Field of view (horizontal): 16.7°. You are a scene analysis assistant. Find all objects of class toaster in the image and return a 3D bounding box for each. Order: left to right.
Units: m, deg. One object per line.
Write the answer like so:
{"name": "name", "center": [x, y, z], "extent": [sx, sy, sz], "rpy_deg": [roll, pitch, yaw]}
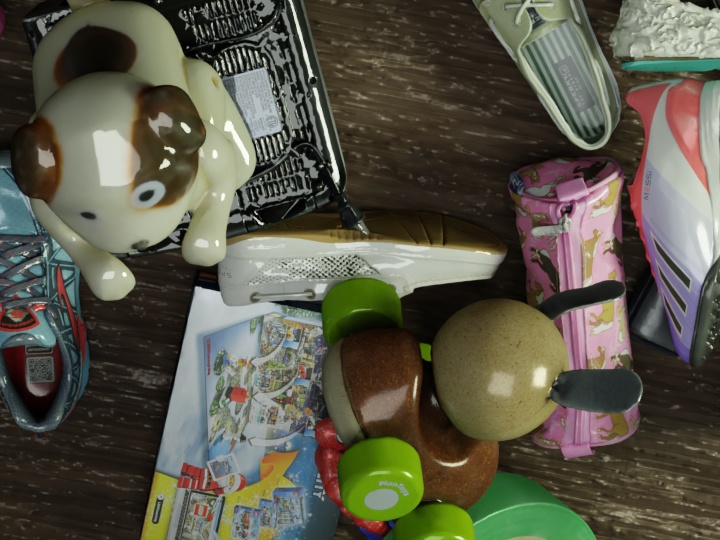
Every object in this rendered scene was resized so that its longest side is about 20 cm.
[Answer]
{"name": "toaster", "center": [-0.106, -0.109, 1.604], "extent": [0.179, 0.119, 0.202], "rpy_deg": [-14, 108, 4]}

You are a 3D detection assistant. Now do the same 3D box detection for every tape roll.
{"name": "tape roll", "center": [0.079, 0.241, 1.710], "extent": [0.199, 0.048, 0.202], "rpy_deg": [-19, 126, -29]}

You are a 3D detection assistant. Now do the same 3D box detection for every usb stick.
{"name": "usb stick", "center": [0.246, -0.033, 1.686], "extent": [0.055, 0.033, 0.201], "rpy_deg": [25, 105, -9]}

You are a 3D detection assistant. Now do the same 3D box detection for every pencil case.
{"name": "pencil case", "center": [0.147, 0.024, 1.669], "extent": [0.086, 0.083, 0.202], "rpy_deg": [-21, 115, -35]}

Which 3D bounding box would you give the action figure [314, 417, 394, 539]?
{"name": "action figure", "center": [0.012, 0.173, 1.702], "extent": [0.051, 0.066, 0.201], "rpy_deg": [-25, 128, 6]}

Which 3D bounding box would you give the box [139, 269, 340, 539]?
{"name": "box", "center": [-0.071, 0.111, 1.720], "extent": [0.135, 0.038, 0.202], "rpy_deg": [12, 107, -7]}

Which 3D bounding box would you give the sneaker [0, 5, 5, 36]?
{"name": "sneaker", "center": [-0.332, -0.165, 1.604], "extent": [0.198, 0.081, 0.089], "rpy_deg": [11, 109, 3]}

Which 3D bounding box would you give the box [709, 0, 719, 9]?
{"name": "box", "center": [0.289, -0.241, 1.613], "extent": [0.159, 0.044, 0.201], "rpy_deg": [-27, 107, 6]}

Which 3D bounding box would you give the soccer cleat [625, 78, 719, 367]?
{"name": "soccer cleat", "center": [0.214, -0.033, 1.640], "extent": [0.073, 0.068, 0.202], "rpy_deg": [6, 114, 18]}

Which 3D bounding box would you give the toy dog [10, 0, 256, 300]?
{"name": "toy dog", "center": [-0.136, -0.082, 1.445], "extent": [0.138, 0.200, 0.196], "rpy_deg": [-6, 108, 0]}

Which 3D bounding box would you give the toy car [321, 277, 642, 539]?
{"name": "toy car", "center": [0.088, 0.078, 1.586], "extent": [0.199, 0.165, 0.158], "rpy_deg": [-22, 137, 17]}

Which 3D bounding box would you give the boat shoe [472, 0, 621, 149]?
{"name": "boat shoe", "center": [0.119, -0.171, 1.620], "extent": [0.072, 0.062, 0.201], "rpy_deg": [-31, 105, 8]}

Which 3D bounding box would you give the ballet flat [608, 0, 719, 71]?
{"name": "ballet flat", "center": [0.261, -0.156, 1.585], "extent": [0.198, 0.072, 0.072], "rpy_deg": [5, 108, -3]}

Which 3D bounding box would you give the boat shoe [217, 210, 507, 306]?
{"name": "boat shoe", "center": [0.000, 0.000, 1.666], "extent": [0.198, 0.071, 0.070], "rpy_deg": [2, 108, -5]}

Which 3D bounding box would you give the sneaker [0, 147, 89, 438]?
{"name": "sneaker", "center": [-0.221, 0.017, 1.654], "extent": [0.079, 0.096, 0.202], "rpy_deg": [-10, 108, 1]}
